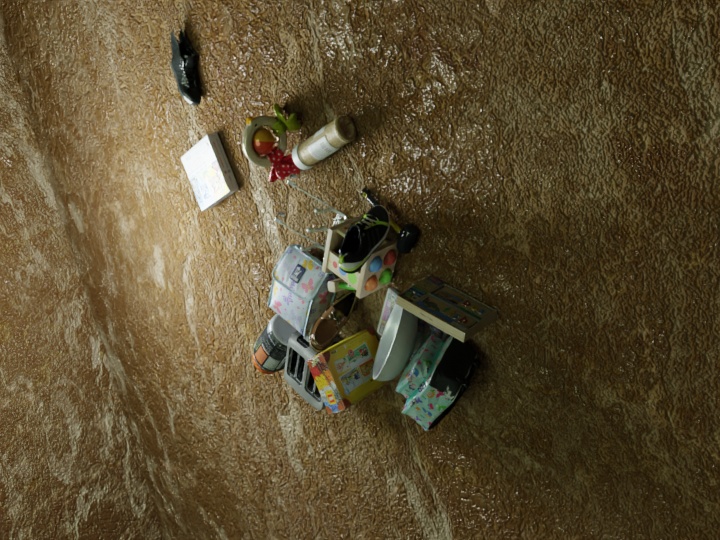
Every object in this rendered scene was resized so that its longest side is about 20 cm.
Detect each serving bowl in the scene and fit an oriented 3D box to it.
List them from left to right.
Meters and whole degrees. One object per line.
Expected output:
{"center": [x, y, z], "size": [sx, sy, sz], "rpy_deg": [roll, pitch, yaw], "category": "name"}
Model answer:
{"center": [0.093, 0.175, 1.659], "size": [0.064, 0.203, 0.203], "rpy_deg": [21, 131, -5], "category": "serving bowl"}

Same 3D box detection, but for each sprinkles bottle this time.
{"center": [-0.093, -0.318, 1.733], "size": [0.198, 0.067, 0.070], "rpy_deg": [-21, 92, 48], "category": "sprinkles bottle"}

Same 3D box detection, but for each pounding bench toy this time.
{"center": [0.000, 0.000, 1.729], "size": [0.155, 0.123, 0.204], "rpy_deg": [35, 130, 30], "category": "pounding bench toy"}

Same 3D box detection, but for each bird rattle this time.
{"center": [-0.240, -0.335, 1.825], "size": [0.112, 0.159, 0.206], "rpy_deg": [41, 126, 50], "category": "bird rattle"}

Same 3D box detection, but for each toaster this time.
{"center": [-0.120, 0.276, 1.983], "size": [0.179, 0.117, 0.205], "rpy_deg": [35, 130, 31], "category": "toaster"}

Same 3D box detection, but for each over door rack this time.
{"center": [-0.142, -0.134, 1.838], "size": [0.198, 0.066, 0.150], "rpy_deg": [37, 131, 11], "category": "over door rack"}

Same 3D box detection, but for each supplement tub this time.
{"center": [-0.251, 0.226, 2.097], "size": [0.124, 0.121, 0.201], "rpy_deg": [54, 137, 14], "category": "supplement tub"}

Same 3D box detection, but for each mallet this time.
{"center": [0.069, -0.135, 1.667], "size": [0.202, 0.040, 0.066], "rpy_deg": [55, 137, 20], "category": "mallet"}

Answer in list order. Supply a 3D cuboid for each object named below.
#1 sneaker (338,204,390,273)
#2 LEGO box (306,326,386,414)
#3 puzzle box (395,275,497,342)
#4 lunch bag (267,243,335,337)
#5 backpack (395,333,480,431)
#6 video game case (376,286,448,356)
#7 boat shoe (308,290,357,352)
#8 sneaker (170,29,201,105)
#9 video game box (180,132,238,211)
{"center": [0.010, -0.083, 1.589], "size": [0.070, 0.203, 0.084], "rpy_deg": [18, 151, 22], "category": "sneaker"}
{"center": [-0.024, 0.259, 1.811], "size": [0.076, 0.197, 0.153], "rpy_deg": [-24, 89, 47], "category": "LEGO box"}
{"center": [0.193, 0.082, 1.554], "size": [0.197, 0.131, 0.026], "rpy_deg": [28, 127, 34], "category": "puzzle box"}
{"center": [-0.162, 0.048, 1.927], "size": [0.168, 0.126, 0.204], "rpy_deg": [35, 123, 28], "category": "lunch bag"}
{"center": [0.170, 0.265, 1.615], "size": [0.148, 0.178, 0.203], "rpy_deg": [29, 133, 9], "category": "backpack"}
{"center": [0.128, 0.155, 1.739], "size": [0.199, 0.018, 0.146], "rpy_deg": [38, 130, 30], "category": "video game case"}
{"center": [-0.071, 0.124, 1.805], "size": [0.071, 0.202, 0.068], "rpy_deg": [35, 138, -3], "category": "boat shoe"}
{"center": [-0.521, -0.607, 2.069], "size": [0.104, 0.059, 0.204], "rpy_deg": [-38, 75, 52], "category": "sneaker"}
{"center": [-0.472, -0.305, 2.160], "size": [0.198, 0.046, 0.187], "rpy_deg": [-20, 90, 49], "category": "video game box"}
